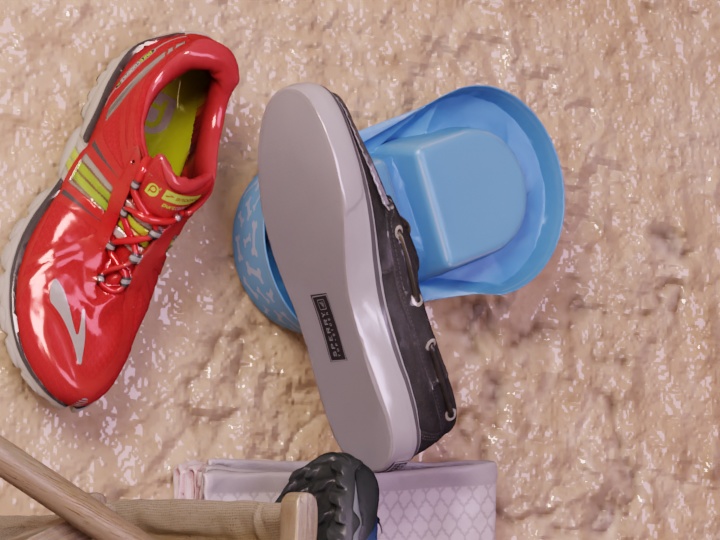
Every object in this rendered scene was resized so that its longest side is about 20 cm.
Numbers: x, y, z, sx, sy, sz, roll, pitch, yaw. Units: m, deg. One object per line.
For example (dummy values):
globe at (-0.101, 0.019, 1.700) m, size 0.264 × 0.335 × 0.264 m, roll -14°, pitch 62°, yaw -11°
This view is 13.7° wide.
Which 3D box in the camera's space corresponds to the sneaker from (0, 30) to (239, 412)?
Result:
sneaker at (-0.114, -0.029, 1.462) m, size 0.077 × 0.085 × 0.201 m, roll 27°, pitch 71°, yaw -30°

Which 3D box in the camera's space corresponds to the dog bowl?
dog bowl at (0.018, -0.028, 1.578) m, size 0.199 × 0.049 × 0.112 m, roll -20°, pitch 98°, yaw -34°

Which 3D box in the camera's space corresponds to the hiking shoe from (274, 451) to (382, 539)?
hiking shoe at (-0.006, 0.189, 1.499) m, size 0.086 × 0.074 × 0.201 m, roll 1°, pitch 95°, yaw -40°

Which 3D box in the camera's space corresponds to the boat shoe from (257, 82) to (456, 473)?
boat shoe at (0.000, 0.000, 1.497) m, size 0.056 × 0.068 × 0.201 m, roll -23°, pitch 106°, yaw -37°

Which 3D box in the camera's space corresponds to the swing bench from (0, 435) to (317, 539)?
swing bench at (-0.158, 0.142, 1.346) m, size 0.199 × 0.199 × 0.130 m, roll 18°, pitch 76°, yaw -32°

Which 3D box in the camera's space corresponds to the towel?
towel at (-0.007, 0.192, 1.553) m, size 0.199 × 0.032 × 0.192 m, roll 2°, pitch 85°, yaw -35°
